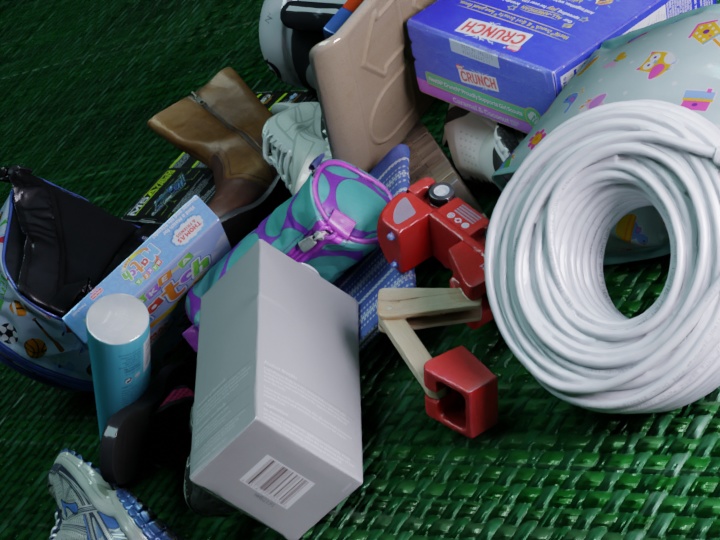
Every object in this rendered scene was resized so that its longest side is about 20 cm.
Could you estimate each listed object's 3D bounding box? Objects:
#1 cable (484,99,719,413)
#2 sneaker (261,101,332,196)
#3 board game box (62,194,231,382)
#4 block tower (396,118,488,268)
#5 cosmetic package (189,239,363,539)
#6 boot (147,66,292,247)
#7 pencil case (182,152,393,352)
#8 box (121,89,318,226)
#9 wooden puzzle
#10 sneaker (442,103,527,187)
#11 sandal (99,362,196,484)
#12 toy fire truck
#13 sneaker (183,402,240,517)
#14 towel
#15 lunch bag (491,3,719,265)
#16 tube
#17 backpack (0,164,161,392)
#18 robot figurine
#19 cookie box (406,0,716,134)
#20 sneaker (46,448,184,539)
[{"bbox_3d":[0.175,-0.009,1.205,0.200,0.069,0.201,38,109,37],"label":"cable"},{"bbox_3d":[-0.052,-0.100,1.676,0.080,0.076,0.200,10,24,-3],"label":"sneaker"},{"bbox_3d":[-0.171,0.031,1.613,0.151,0.037,0.200,-44,-18,-10],"label":"board game box"},{"bbox_3d":[0.058,-0.074,1.600,0.054,0.058,0.200,-37,26,5],"label":"block tower"},{"bbox_3d":[-0.061,0.085,1.391,0.090,0.106,0.201,-43,27,27],"label":"cosmetic package"},{"bbox_3d":[-0.145,-0.103,1.792,0.188,0.069,0.200,-39,54,-14],"label":"boot"},{"bbox_3d":[-0.060,-0.007,1.518,0.200,0.085,0.092,-42,-1,37],"label":"pencil case"},{"bbox_3d":[-0.128,-0.103,1.912,0.200,0.048,0.192,-50,26,-22],"label":"box"},{"bbox_3d":[0.031,-0.194,1.572,0.046,0.186,0.200,32,66,27],"label":"wooden puzzle"},{"bbox_3d":[0.122,-0.096,1.554,0.201,0.073,0.081,-116,40,-56],"label":"sneaker"},{"bbox_3d":[-0.156,0.127,1.509,0.045,0.076,0.200,4,13,12],"label":"sandal"},{"bbox_3d":[0.062,0.021,1.370,0.140,0.049,0.200,-32,49,-24],"label":"toy fire truck"},{"bbox_3d":[-0.098,0.131,1.465,0.085,0.078,0.200,-33,16,27],"label":"sneaker"},{"bbox_3d":[0.000,0.000,1.526,0.145,0.024,0.201,-47,26,30],"label":"towel"},{"bbox_3d":[0.221,-0.095,1.339,0.171,0.122,0.199,-51,22,-26],"label":"lunch bag"},{"bbox_3d":[-0.194,0.101,1.537,0.050,0.201,0.078,24,52,17],"label":"tube"},{"bbox_3d":[-0.275,0.022,1.744,0.191,0.198,0.155,-91,24,-61],"label":"backpack"},{"bbox_3d":[-0.004,-0.228,1.821,0.198,0.151,0.125,11,49,24],"label":"robot figurine"},{"bbox_3d":[0.166,-0.200,1.533,0.199,0.076,0.170,-35,41,-27],"label":"cookie box"},{"bbox_3d":[-0.219,0.206,1.490,0.085,0.077,0.199,-49,26,-12],"label":"sneaker"}]
